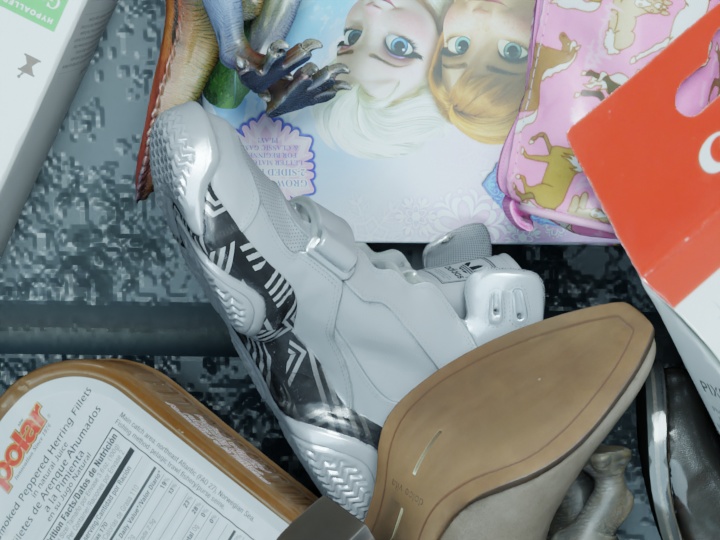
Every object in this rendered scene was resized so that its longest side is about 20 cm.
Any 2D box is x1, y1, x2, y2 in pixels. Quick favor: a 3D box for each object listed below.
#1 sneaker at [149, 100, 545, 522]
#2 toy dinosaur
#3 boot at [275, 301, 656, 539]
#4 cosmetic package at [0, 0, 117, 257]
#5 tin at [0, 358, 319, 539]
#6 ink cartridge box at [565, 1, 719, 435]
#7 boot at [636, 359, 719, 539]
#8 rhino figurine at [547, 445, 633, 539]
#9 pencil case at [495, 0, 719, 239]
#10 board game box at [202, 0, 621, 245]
[{"bbox_3d":[0.000,0.000,1.149,0.115,0.075,0.200,-31,117,-7],"label":"sneaker"},{"bbox_3d":[-0.064,-0.154,1.147,0.199,0.105,0.182,-30,75,22],"label":"toy dinosaur"},{"bbox_3d":[0.048,0.118,1.149,0.200,0.070,0.147,-33,132,-9],"label":"boot"},{"bbox_3d":[-0.176,-0.080,1.213,0.107,0.085,0.201,25,100,2],"label":"cosmetic package"},{"bbox_3d":[-0.082,0.116,1.221,0.200,0.042,0.112,36,96,22],"label":"tin"},{"bbox_3d":[0.186,-0.015,1.123,0.162,0.057,0.200,-40,122,-19],"label":"ink cartridge box"},{"bbox_3d":[0.215,0.106,1.206,0.173,0.069,0.201,-21,99,5],"label":"boot"},{"bbox_3d":[0.020,0.123,1.230,0.199,0.060,0.088,-6,95,10],"label":"rhino figurine"},{"bbox_3d":[0.106,-0.109,1.131,0.086,0.083,0.201,13,102,31],"label":"pencil case"},{"bbox_3d":[0.033,-0.111,1.201,0.199,0.041,0.201,0,99,8],"label":"board game box"}]
